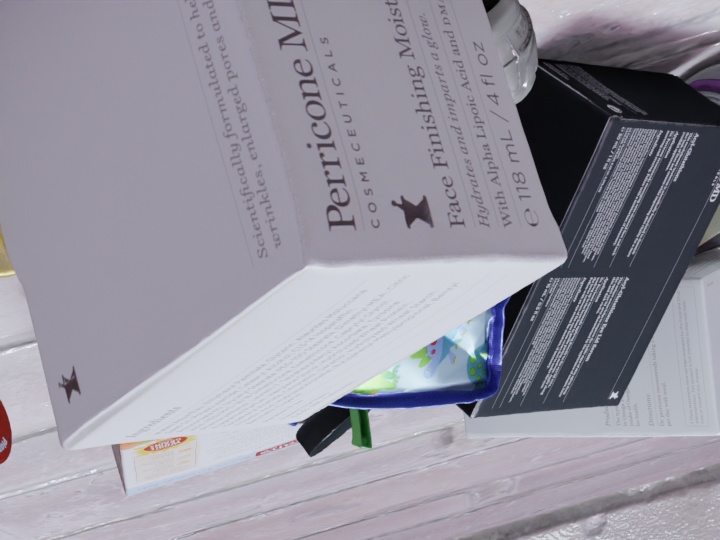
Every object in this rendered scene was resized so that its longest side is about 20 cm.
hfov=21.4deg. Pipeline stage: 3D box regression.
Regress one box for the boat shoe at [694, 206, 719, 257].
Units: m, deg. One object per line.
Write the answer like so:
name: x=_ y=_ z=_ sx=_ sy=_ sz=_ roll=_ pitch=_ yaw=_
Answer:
boat shoe: x=0.234 y=-0.044 z=1.350 sx=0.200 sy=0.071 sz=0.063 roll=-19 pitch=168 yaw=-2

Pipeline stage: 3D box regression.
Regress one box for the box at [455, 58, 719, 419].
box: x=0.127 y=-0.017 z=1.127 sx=0.141 sy=0.079 sz=0.200 roll=2 pitch=120 yaw=-43

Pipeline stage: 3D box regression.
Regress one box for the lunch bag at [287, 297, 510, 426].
lunch bag: x=-0.041 y=-0.006 z=0.982 sx=0.200 sy=0.128 sz=0.170 roll=1 pitch=-158 yaw=-28

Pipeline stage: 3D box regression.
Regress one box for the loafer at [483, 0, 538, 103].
loafer: x=-0.014 y=-0.098 z=0.927 sx=0.200 sy=0.070 sz=0.070 roll=-16 pitch=145 yaw=6

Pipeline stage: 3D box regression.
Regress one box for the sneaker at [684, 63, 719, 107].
sneaker: x=0.235 y=-0.089 z=1.211 sx=0.100 sy=0.075 sz=0.200 roll=-20 pitch=175 yaw=-32

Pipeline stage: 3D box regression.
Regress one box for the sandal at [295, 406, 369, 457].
sandal: x=0.048 y=0.060 z=1.231 sx=0.200 sy=0.048 sz=0.075 roll=-40 pitch=171 yaw=-2

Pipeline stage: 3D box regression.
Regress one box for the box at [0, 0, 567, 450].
box: x=-0.049 y=-0.054 z=0.775 sx=0.131 sy=0.199 sz=0.200 roll=-4 pitch=160 yaw=-38

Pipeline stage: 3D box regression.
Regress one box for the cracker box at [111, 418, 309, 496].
cracker box: x=-0.097 y=0.085 z=1.223 sx=0.134 sy=0.058 sz=0.200 roll=-16 pitch=165 yaw=-11

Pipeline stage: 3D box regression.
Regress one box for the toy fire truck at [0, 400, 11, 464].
toy fire truck: x=-0.316 y=0.165 z=1.331 sx=0.112 sy=0.168 sz=0.200 roll=-20 pitch=164 yaw=13

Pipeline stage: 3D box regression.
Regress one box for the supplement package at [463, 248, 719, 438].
supplement package: x=0.181 y=0.053 z=1.389 sx=0.200 sy=0.117 sz=0.117 roll=-2 pitch=-169 yaw=30

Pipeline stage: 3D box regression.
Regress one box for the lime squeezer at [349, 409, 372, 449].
lime squeezer: x=0.000 y=0.000 z=1.123 sx=0.038 sy=0.200 sz=0.071 roll=13 pitch=180 yaw=-20

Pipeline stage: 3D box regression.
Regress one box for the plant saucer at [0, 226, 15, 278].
plant saucer: x=-0.239 y=-0.041 z=0.918 sx=0.200 sy=0.048 sz=0.200 roll=-8 pitch=162 yaw=-26
